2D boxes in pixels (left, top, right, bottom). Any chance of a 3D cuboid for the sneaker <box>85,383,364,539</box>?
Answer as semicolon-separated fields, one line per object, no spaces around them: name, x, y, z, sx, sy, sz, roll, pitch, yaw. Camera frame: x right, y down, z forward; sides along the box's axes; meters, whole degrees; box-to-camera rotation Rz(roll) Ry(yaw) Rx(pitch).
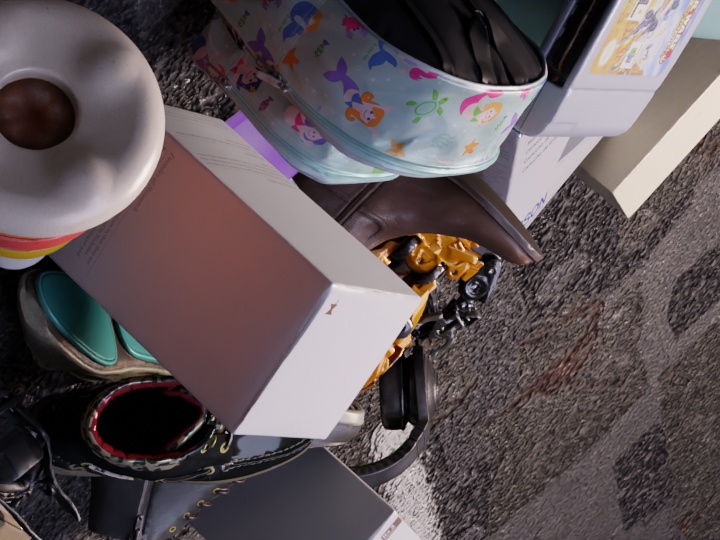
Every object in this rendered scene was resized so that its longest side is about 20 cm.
sneaker;-0.098;0.135;1.739;0.199;0.075;0.107;1;102;-11

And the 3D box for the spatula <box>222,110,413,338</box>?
spatula;-0.028;-0.028;1.657;0.056;0.200;0.021;-36;-164;9

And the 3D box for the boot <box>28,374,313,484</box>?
boot;-0.105;0.102;1.595;0.203;0.074;0.154;-1;175;-20

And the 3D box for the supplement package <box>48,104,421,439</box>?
supplement package;-0.084;-0.001;1.541;0.117;0.200;0.117;-55;153;13

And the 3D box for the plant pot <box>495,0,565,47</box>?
plant pot;0.137;-0.250;1.579;0.141;0.141;0.200;-29;140;-34

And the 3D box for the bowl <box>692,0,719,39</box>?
bowl;0.214;-0.243;1.697;0.105;0.201;0.201;-20;143;-26

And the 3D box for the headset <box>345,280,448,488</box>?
headset;0.011;0.087;1.909;0.200;0.123;0.094;-59;161;-26

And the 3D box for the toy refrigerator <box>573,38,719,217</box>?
toy refrigerator;0.254;-0.146;2.006;0.200;0.076;0.070;-48;154;-2

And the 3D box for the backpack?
backpack;0.007;-0.137;1.497;0.177;0.200;0.151;-8;133;-54

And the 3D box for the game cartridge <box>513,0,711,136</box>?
game cartridge;0.177;-0.172;1.546;0.133;0.042;0.200;-2;125;-54

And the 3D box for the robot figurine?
robot figurine;0.002;0.014;1.777;0.200;0.058;0.145;-41;114;10

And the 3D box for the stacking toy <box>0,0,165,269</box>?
stacking toy;-0.199;-0.055;1.419;0.146;0.146;0.200;-35;170;-25

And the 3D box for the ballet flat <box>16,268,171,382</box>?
ballet flat;-0.183;0.049;1.619;0.062;0.068;0.200;-25;157;18

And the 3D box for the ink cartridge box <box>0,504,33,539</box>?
ink cartridge box;-0.323;0.184;1.567;0.165;0.075;0.200;-48;153;-4

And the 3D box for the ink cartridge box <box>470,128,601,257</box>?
ink cartridge box;0.150;-0.134;1.850;0.200;0.041;0.200;-49;158;-34

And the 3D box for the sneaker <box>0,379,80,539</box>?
sneaker;-0.235;0.089;1.540;0.060;0.104;0.200;-38;152;-20

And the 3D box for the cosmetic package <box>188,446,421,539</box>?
cosmetic package;-0.066;0.167;1.797;0.113;0.200;0.081;-46;154;-5

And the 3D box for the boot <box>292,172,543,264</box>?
boot;0.000;0.000;1.706;0.200;0.186;0.064;-51;-176;10
